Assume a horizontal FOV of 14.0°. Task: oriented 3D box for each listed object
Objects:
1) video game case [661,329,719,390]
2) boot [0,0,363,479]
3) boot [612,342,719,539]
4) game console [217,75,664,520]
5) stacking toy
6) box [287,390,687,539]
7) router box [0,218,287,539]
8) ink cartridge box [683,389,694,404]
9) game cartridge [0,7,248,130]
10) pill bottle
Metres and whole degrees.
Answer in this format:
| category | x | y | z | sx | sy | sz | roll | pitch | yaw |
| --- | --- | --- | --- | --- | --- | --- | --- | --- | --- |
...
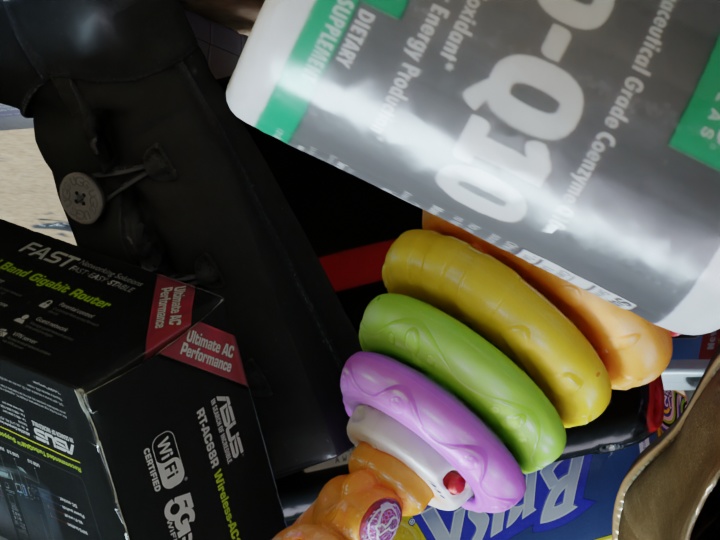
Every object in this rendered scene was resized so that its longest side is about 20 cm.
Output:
| category | x | y | z | sx | sy | sz | roll | pitch | yaw |
| --- | --- | --- | --- | --- | --- | --- | --- | --- | --- |
| video game case | 0.170 | -0.024 | 1.029 | 0.199 | 0.144 | 0.017 | -1 | 151 | 27 |
| boot | -0.087 | -0.019 | 0.991 | 0.066 | 0.201 | 0.165 | -37 | -164 | -33 |
| boot | 0.120 | 0.099 | 1.019 | 0.073 | 0.076 | 0.200 | 21 | 142 | 8 |
| game console | 0.000 | 0.000 | 1.046 | 0.199 | 0.178 | 0.031 | -14 | 156 | 12 |
| stacking toy | 0.033 | 0.033 | 0.922 | 0.110 | 0.200 | 0.116 | 27 | 161 | 37 |
| box | 0.051 | 0.106 | 1.195 | 0.199 | 0.065 | 0.070 | -20 | 153 | 28 |
| router box | -0.109 | 0.064 | 0.974 | 0.062 | 0.150 | 0.200 | -33 | -146 | -32 |
| ink cartridge box | 0.144 | 0.031 | 1.175 | 0.047 | 0.201 | 0.160 | -28 | 151 | 31 |
| game cartridge | -0.149 | -0.084 | 1.129 | 0.199 | 0.039 | 0.129 | -2 | 173 | 32 |
| pill bottle | 0.073 | -0.052 | 0.812 | 0.199 | 0.113 | 0.113 | 25 | 169 | -3 |
